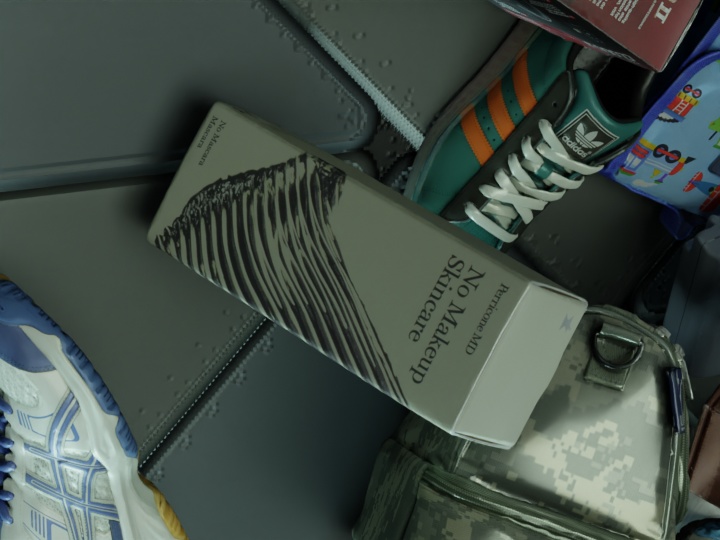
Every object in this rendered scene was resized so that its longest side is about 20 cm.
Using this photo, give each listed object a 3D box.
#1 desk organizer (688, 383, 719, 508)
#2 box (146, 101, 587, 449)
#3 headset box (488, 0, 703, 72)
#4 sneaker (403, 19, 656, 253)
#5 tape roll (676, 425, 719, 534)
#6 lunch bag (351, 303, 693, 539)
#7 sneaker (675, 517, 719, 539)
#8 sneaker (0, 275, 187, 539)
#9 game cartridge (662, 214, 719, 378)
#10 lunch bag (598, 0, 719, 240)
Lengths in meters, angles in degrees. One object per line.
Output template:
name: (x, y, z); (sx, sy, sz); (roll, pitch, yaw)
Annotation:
desk organizer: (0.247, 0.048, 1.003); (0.200, 0.077, 0.072); (-45, 155, -36)
box: (0.000, 0.000, 0.923); (0.068, 0.199, 0.083); (20, 98, -59)
headset box: (0.068, -0.175, 0.930); (0.199, 0.149, 0.075); (29, 93, -31)
sneaker: (0.094, -0.071, 1.020); (0.071, 0.080, 0.201); (32, 92, -33)
tape roll: (0.229, 0.184, 1.081); (0.201, 0.139, 0.204); (1, 86, -8)
lunch bag: (0.090, 0.097, 1.005); (0.139, 0.200, 0.169); (19, 89, -5)
sneaker: (0.237, 0.193, 0.978); (0.199, 0.075, 0.087); (29, 89, -5)
sneaker: (-0.153, 0.098, 0.946); (0.088, 0.075, 0.201); (-32, 119, -14)
game cartridge: (0.267, -0.010, 1.127); (0.199, 0.041, 0.133); (-22, 151, -17)
lunch bag: (0.217, -0.108, 1.081); (0.150, 0.094, 0.201); (16, 112, -35)
